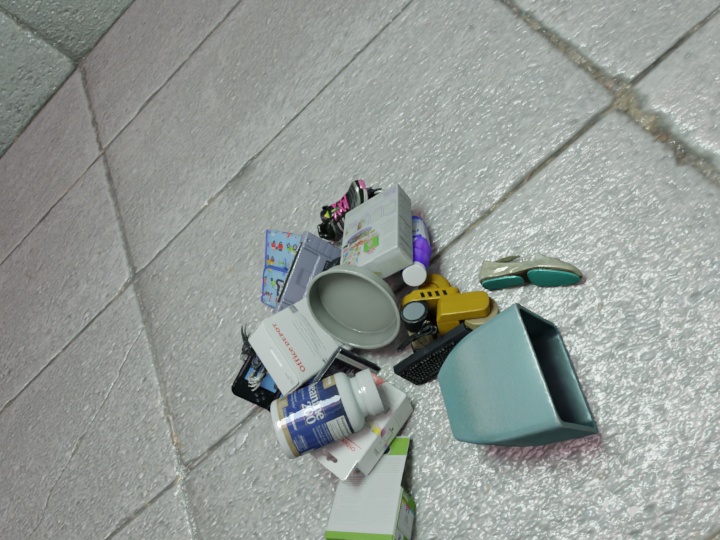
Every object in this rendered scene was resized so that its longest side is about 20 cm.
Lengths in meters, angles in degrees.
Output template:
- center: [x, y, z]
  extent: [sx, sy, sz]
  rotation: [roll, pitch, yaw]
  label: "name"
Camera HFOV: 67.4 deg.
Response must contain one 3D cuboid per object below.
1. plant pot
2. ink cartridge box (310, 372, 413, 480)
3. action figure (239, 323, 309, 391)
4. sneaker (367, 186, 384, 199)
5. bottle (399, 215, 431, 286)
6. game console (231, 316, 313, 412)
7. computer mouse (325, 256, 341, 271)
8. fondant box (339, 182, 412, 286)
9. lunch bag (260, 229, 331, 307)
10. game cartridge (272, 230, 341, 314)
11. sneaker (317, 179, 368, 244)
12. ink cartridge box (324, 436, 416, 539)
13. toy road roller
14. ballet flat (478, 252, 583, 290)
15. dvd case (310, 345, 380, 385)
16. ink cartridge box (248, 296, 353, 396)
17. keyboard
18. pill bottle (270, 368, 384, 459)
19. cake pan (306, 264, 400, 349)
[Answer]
- center: [0.248, 0.204, 0.919]
  extent: [0.198, 0.194, 0.200]
  rotation: [-31, 57, 28]
  label: "plant pot"
- center: [-0.001, 0.312, 1.065]
  extent: [0.115, 0.068, 0.200]
  rotation: [24, 62, 37]
  label: "ink cartridge box"
- center: [-0.202, 0.212, 1.158]
  extent: [0.200, 0.119, 0.102]
  rotation: [44, 84, 1]
  label: "action figure"
- center: [0.031, -0.158, 1.267]
  extent: [0.198, 0.079, 0.080]
  rotation: [26, 87, 39]
  label: "sneaker"
- center: [0.106, -0.041, 1.124]
  extent: [0.082, 0.066, 0.201]
  rotation: [-23, 28, 15]
  label: "bottle"
- center: [-0.168, 0.236, 1.218]
  extent: [0.203, 0.171, 0.118]
  rotation: [-60, 26, -3]
  label: "game console"
- center: [0.000, 0.000, 1.154]
  extent: [0.197, 0.034, 0.059]
  rotation: [1, 51, 44]
  label: "computer mouse"
- center: [0.033, -0.070, 1.110]
  extent: [0.143, 0.058, 0.203]
  rotation: [-27, 36, 27]
  label: "fondant box"
- center: [-0.171, 0.014, 1.337]
  extent: [0.148, 0.093, 0.205]
  rotation: [11, 89, 35]
  label: "lunch bag"
- center: [-0.113, 0.028, 1.255]
  extent: [0.038, 0.128, 0.204]
  rotation: [7, 74, 58]
  label: "game cartridge"
- center: [-0.046, -0.131, 1.242]
  extent: [0.201, 0.086, 0.075]
  rotation: [124, 137, -50]
  label: "sneaker"
- center: [0.031, 0.430, 1.040]
  extent: [0.145, 0.076, 0.202]
  rotation: [-12, 40, 29]
  label: "ink cartridge box"
- center: [0.174, 0.078, 1.052]
  extent: [0.195, 0.124, 0.148]
  rotation: [-7, 42, 19]
  label: "toy road roller"
- center: [0.319, -0.006, 1.030]
  extent: [0.196, 0.067, 0.064]
  rotation: [-5, 59, 31]
  label: "ballet flat"
- center: [-0.058, 0.259, 1.114]
  extent: [0.202, 0.148, 0.016]
  rotation: [-54, 47, 3]
  label: "dvd case"
- center: [-0.114, 0.145, 1.133]
  extent: [0.148, 0.199, 0.083]
  rotation: [54, 134, 8]
  label: "ink cartridge box"
- center: [0.132, 0.154, 1.017]
  extent: [0.200, 0.126, 0.021]
  rotation: [-41, 24, 38]
  label: "keyboard"
- center: [-0.059, 0.259, 1.006]
  extent: [0.196, 0.112, 0.112]
  rotation: [-22, 58, -3]
  label: "pill bottle"
- center: [-0.011, 0.069, 1.062]
  extent: [0.196, 0.203, 0.037]
  rotation: [-6, 34, 30]
  label: "cake pan"
